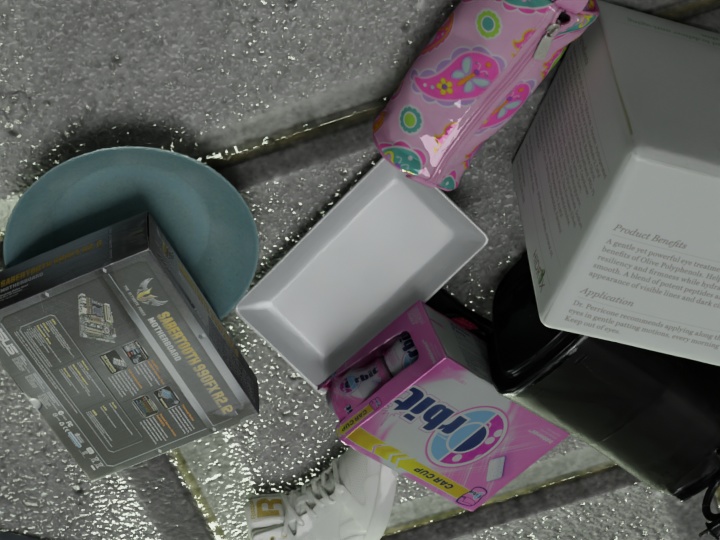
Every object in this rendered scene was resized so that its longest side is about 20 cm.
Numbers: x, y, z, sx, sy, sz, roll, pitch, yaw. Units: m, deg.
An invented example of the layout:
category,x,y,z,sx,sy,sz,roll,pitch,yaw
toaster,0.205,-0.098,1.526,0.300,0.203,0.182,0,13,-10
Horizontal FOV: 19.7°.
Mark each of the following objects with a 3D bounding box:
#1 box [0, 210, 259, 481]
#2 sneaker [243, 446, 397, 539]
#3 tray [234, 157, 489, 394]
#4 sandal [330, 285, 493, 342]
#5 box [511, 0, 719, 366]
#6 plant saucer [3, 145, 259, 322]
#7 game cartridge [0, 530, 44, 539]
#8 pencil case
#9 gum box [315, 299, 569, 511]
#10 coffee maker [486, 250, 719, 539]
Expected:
category,x,y,z,sx,sy,sz,roll,pitch,yaw
box,-0.192,0.063,1.640,0.157,0.049,0.201,-23,129,11
sneaker,-0.042,0.208,1.808,0.115,0.074,0.201,8,129,-17
tray,0.000,0.000,1.658,0.107,0.022,0.200,43,112,-8
sandal,0.068,0.059,1.719,0.199,0.045,0.075,22,125,-23
box,0.240,-0.061,1.544,0.197,0.201,0.172,13,128,-16
plant saucer,-0.179,-0.025,1.626,0.199,0.039,0.202,-3,129,-4
game cartridge,-0.316,0.323,1.893,0.132,0.042,0.201,17,125,-14
pencil case,0.092,-0.151,1.529,0.087,0.088,0.200,26,122,-25
gum box,0.067,0.112,1.695,0.113,0.066,0.200,-40,138,17
coffee maker,0.214,0.086,1.664,0.199,0.192,0.135,31,100,-30
